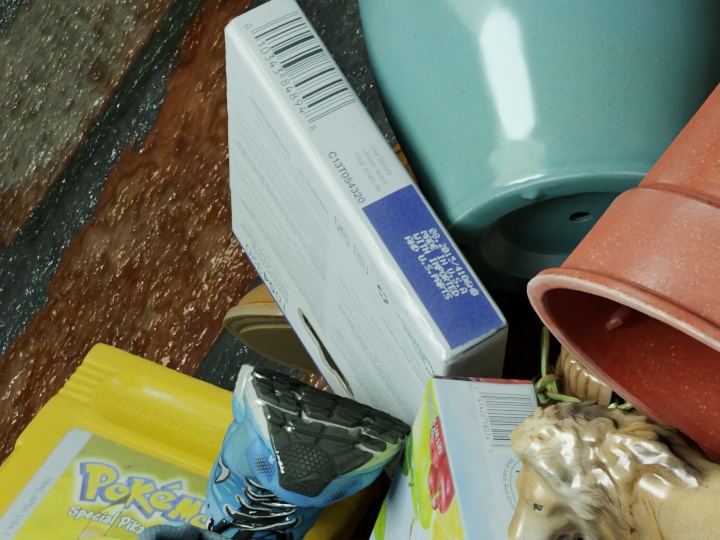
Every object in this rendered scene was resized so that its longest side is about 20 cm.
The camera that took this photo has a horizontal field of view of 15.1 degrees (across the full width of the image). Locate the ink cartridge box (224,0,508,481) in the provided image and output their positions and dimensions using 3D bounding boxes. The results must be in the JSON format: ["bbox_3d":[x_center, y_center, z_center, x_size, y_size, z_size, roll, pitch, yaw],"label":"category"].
[{"bbox_3d":[0.000,0.000,1.284,0.043,0.200,0.197,-28,68,-13],"label":"ink cartridge box"}]

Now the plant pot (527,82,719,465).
[{"bbox_3d":[0.198,-0.019,1.031,0.196,0.201,0.201,-56,29,-10],"label":"plant pot"}]

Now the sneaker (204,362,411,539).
[{"bbox_3d":[-0.030,0.097,1.248,0.200,0.078,0.090,163,128,-85],"label":"sneaker"}]

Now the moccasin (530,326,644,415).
[{"bbox_3d":[0.113,0.045,1.198,0.201,0.078,0.074,-45,35,33],"label":"moccasin"}]

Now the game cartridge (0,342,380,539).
[{"bbox_3d":[-0.106,0.132,1.342,0.176,0.033,0.200,19,49,19],"label":"game cartridge"}]

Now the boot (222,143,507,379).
[{"bbox_3d":[0.016,-0.033,1.421,0.200,0.077,0.156,-22,46,49],"label":"boot"}]

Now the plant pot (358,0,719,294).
[{"bbox_3d":[0.094,-0.098,1.259,0.200,0.199,0.189,-29,55,42],"label":"plant pot"}]

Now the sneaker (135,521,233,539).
[{"bbox_3d":[-0.096,0.143,1.232,0.199,0.096,0.080,3,46,19],"label":"sneaker"}]

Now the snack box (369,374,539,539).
[{"bbox_3d":[0.050,0.165,1.146,0.143,0.053,0.201,107,160,-44],"label":"snack box"}]

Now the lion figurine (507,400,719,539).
[{"bbox_3d":[0.146,0.104,1.042,0.073,0.123,0.200,-50,27,-24],"label":"lion figurine"}]
